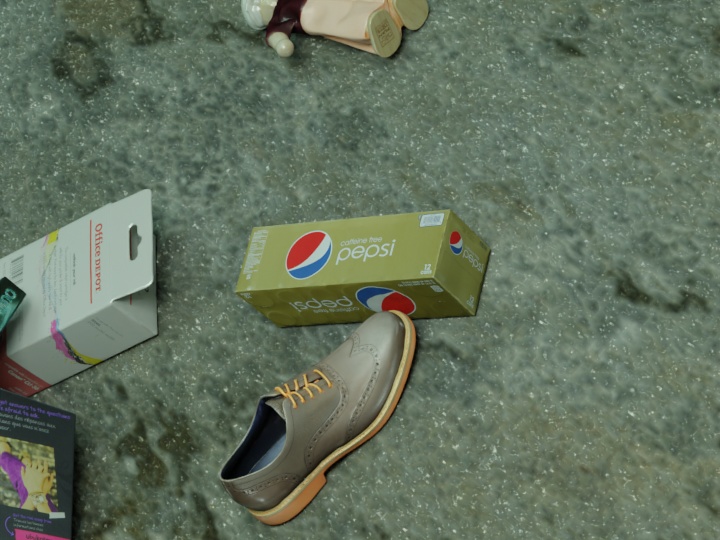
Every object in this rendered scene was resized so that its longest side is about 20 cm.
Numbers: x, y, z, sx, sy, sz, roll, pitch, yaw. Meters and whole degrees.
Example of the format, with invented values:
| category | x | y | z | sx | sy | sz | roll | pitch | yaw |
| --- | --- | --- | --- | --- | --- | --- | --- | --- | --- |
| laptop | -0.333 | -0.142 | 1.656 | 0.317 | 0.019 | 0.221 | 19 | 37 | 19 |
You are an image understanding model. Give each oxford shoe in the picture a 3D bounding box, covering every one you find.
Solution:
| category | x | y | z | sx | sy | sz | roll | pitch | yaw |
| --- | --- | --- | --- | --- | --- | --- | --- | --- | --- |
| oxford shoe | -0.032 | 0.107 | 1.691 | 0.071 | 0.073 | 0.200 | 32 | 83 | 45 |

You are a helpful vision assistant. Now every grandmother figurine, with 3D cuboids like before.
| category | x | y | z | sx | sy | sz | roll | pitch | yaw |
| --- | --- | --- | --- | --- | --- | --- | --- | --- | --- |
| grandmother figurine | -0.038 | -0.232 | 1.945 | 0.121 | 0.061 | 0.200 | -38 | 34 | -30 |

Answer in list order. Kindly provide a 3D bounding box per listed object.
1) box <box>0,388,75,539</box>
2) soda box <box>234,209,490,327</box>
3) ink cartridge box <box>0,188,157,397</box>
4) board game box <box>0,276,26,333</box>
| category | x | y | z | sx | sy | sz | roll | pitch | yaw |
| --- | --- | --- | --- | --- | --- | --- | --- | --- | --- |
| box | -0.312 | 0.213 | 1.789 | 0.122 | 0.106 | 0.200 | -40 | 40 | 39 |
| soda box | 0.000 | 0.000 | 1.744 | 0.200 | 0.068 | 0.064 | -4 | 60 | 35 |
| ink cartridge box | -0.247 | 0.021 | 1.920 | 0.200 | 0.067 | 0.117 | -25 | 49 | 24 |
| board game box | -0.376 | 0.104 | 1.868 | 0.200 | 0.028 | 0.135 | -43 | 14 | 31 |
